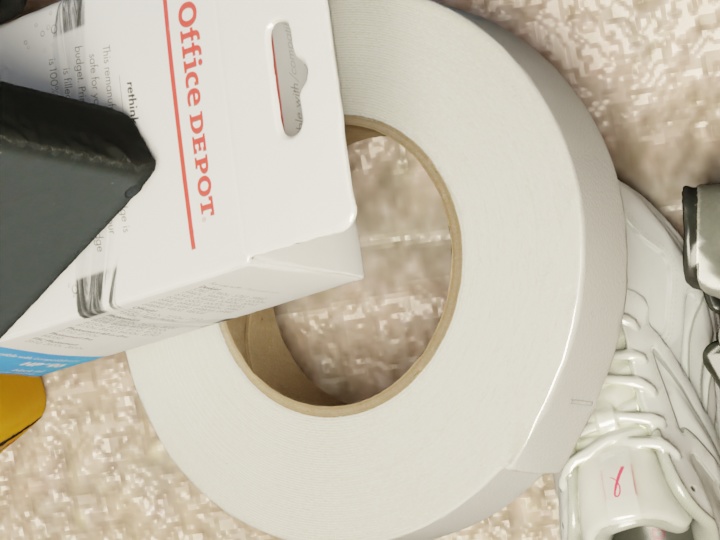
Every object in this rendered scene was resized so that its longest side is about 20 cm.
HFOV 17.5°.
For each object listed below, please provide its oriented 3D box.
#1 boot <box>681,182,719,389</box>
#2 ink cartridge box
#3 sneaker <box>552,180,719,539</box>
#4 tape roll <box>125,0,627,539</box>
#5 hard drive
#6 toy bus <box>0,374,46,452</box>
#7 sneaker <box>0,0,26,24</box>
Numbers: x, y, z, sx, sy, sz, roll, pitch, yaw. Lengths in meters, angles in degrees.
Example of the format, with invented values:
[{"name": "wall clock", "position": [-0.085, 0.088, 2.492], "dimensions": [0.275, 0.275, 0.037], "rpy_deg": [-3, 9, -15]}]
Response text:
[{"name": "boot", "position": [0.198, 0.043, 0.826], "dimensions": [0.131, 0.068, 0.200], "rpy_deg": [-24, 85, 8]}, {"name": "ink cartridge box", "position": [-0.070, -0.040, 0.823], "dimensions": [0.200, 0.068, 0.116], "rpy_deg": [-16, 75, 34]}, {"name": "sneaker", "position": [0.097, 0.057, 0.834], "dimensions": [0.078, 0.099, 0.200], "rpy_deg": [-19, 94, 13]}, {"name": "tape roll", "position": [0.000, 0.000, 0.837], "dimensions": [0.203, 0.037, 0.203], "rpy_deg": [-4, 83, 34]}, {"name": "hard drive", "position": [-0.177, 0.013, 0.766], "dimensions": [0.200, 0.140, 0.033], "rpy_deg": [-44, 60, 24]}, {"name": "toy bus", "position": [-0.206, -0.005, 0.907], "dimensions": [0.078, 0.065, 0.200], "rpy_deg": [-38, 90, 17]}, {"name": "sneaker", "position": [-0.191, -0.049, 0.797], "dimensions": [0.083, 0.071, 0.200], "rpy_deg": [30, 71, 25]}]
